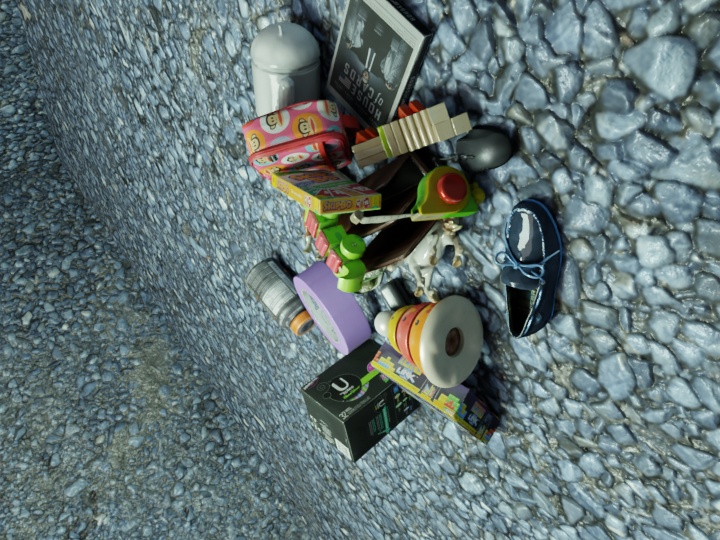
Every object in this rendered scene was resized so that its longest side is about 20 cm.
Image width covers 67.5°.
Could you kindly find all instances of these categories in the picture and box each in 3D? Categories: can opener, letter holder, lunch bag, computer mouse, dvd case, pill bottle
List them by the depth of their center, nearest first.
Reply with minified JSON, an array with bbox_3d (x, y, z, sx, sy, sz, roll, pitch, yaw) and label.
[{"bbox_3d":[0.128,-0.159,0.754,0.199,0.034,0.059,1,118,56],"label":"computer mouse"},{"bbox_3d":[0.019,-0.306,0.796,0.151,0.025,0.200,50,147,17],"label":"dvd case"},{"bbox_3d":[0.022,-0.078,0.844,0.101,0.142,0.200,46,154,-14],"label":"letter holder"},{"bbox_3d":[-0.085,-0.206,0.871,0.200,0.175,0.083,22,-128,-85],"label":"lunch bag"},{"bbox_3d":[0.115,0.099,0.996,0.067,0.053,0.201,-33,88,27],"label":"can opener"},{"bbox_3d":[-0.192,0.070,1.345,0.200,0.106,0.107,46,147,21],"label":"pill bottle"}]

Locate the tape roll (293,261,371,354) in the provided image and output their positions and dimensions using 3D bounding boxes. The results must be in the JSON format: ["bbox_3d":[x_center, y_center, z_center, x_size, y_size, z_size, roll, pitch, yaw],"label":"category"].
[{"bbox_3d":[-0.062,0.081,1.160,0.200,0.065,0.201,49,162,22],"label":"tape roll"}]

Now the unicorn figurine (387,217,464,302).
[{"bbox_3d":[0.100,-0.022,0.852,0.074,0.138,0.200,28,125,-27],"label":"unicorn figurine"}]

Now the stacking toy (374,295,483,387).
[{"bbox_3d":[0.092,0.106,0.913,0.199,0.146,0.147,7,122,49],"label":"stacking toy"}]

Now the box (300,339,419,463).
[{"bbox_3d":[0.003,0.269,1.141,0.148,0.199,0.125,24,136,43],"label":"box"}]

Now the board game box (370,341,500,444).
[{"bbox_3d":[0.136,0.220,0.979,0.199,0.057,0.165,25,165,43],"label":"board game box"}]

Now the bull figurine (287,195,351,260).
[{"bbox_3d":[-0.067,-0.085,0.971,0.065,0.200,0.123,4,81,24],"label":"bull figurine"}]

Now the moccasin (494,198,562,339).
[{"bbox_3d":[0.226,0.008,0.720,0.080,0.068,0.201,17,129,49],"label":"moccasin"}]

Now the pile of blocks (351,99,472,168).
[{"bbox_3d":[0.067,-0.204,0.764,0.199,0.082,0.063,-9,110,41],"label":"pile of blocks"}]

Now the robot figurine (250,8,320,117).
[{"bbox_3d":[-0.123,-0.321,0.902,0.201,0.112,0.170,94,169,-45],"label":"robot figurine"}]

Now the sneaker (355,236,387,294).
[{"bbox_3d":[0.000,0.000,1.022,0.077,0.088,0.200,53,149,10],"label":"sneaker"}]

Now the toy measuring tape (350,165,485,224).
[{"bbox_3d":[0.079,-0.104,0.732,0.074,0.198,0.074,174,90,-73],"label":"toy measuring tape"}]

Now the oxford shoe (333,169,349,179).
[{"bbox_3d":[-0.090,-0.192,1.027,0.199,0.058,0.076,27,132,21],"label":"oxford shoe"}]

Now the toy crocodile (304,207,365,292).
[{"bbox_3d":[-0.046,-0.050,0.831,0.201,0.061,0.068,60,148,26],"label":"toy crocodile"}]

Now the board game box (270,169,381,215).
[{"bbox_3d":[-0.059,-0.121,0.798,0.200,0.095,0.030,32,125,56],"label":"board game box"}]
